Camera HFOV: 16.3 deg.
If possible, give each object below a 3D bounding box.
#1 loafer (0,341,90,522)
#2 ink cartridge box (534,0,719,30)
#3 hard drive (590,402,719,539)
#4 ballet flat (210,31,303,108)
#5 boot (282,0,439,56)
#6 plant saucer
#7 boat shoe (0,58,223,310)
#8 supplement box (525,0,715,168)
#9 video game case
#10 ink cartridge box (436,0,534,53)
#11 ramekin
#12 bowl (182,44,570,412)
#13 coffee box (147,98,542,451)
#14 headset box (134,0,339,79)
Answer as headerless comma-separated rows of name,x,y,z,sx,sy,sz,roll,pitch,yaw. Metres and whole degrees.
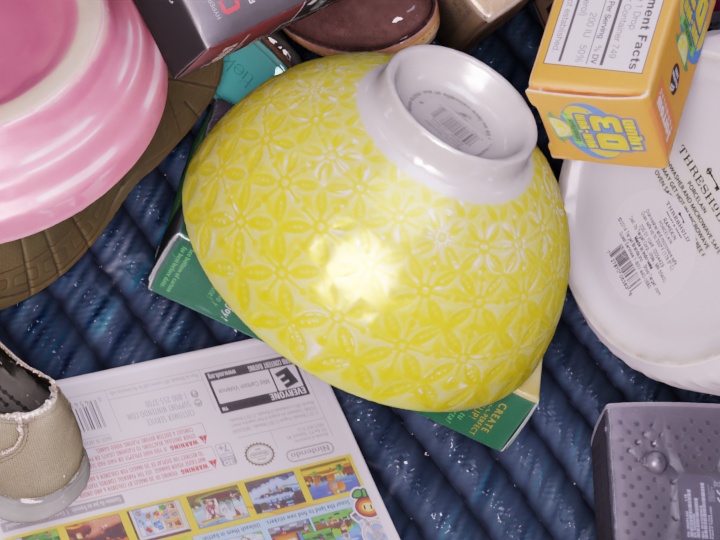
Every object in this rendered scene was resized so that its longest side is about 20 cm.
loafer,-0.198,0.030,1.115,0.199,0.070,0.075,31,48,18
ink cartridge box,0.216,-0.197,1.420,0.199,0.165,0.076,-9,67,-30
hard drive,0.207,0.139,1.270,0.199,0.042,0.136,7,68,-23
ballet flat,-0.104,-0.150,1.307,0.200,0.068,0.068,48,15,-4
boot,-0.046,-0.204,1.277,0.072,0.167,0.200,-38,50,-12
plant saucer,-0.191,-0.096,1.181,0.199,0.051,0.201,-2,47,2
boat shoe,-0.149,-0.058,1.225,0.066,0.072,0.201,25,58,31
supplement box,0.141,-0.150,1.226,0.068,0.067,0.201,10,64,24
video game case,-0.077,0.126,1.165,0.199,0.023,0.183,-11,65,-33
ink cartridge box,0.028,-0.220,1.322,0.075,0.165,0.200,-36,92,-3
ramekin,0.192,-0.029,1.272,0.105,0.200,0.201,2,57,-46
bowl,0.026,-0.042,1.195,0.199,0.108,0.201,19,40,-17
coffee box,0.000,0.000,1.256,0.199,0.044,0.123,26,38,-10
headset box,-0.046,-0.193,1.176,0.199,0.075,0.149,-27,91,-18
